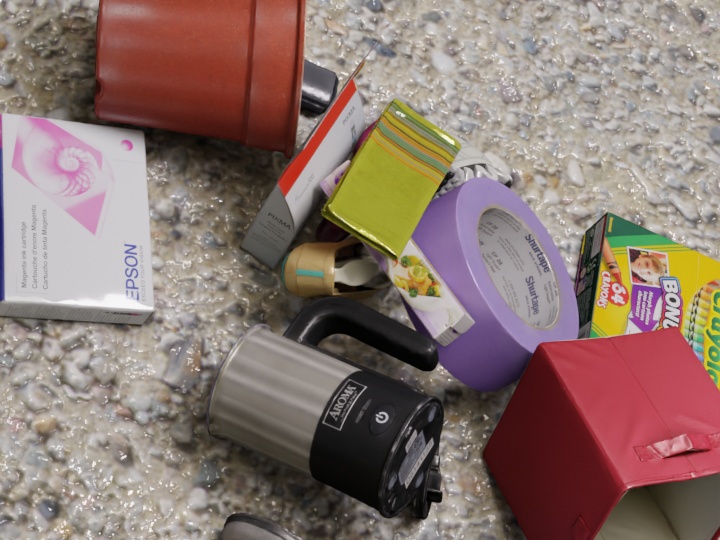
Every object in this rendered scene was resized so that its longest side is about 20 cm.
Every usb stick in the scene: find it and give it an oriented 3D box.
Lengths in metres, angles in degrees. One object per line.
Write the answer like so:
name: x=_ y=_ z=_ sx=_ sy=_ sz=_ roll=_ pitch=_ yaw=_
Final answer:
usb stick: x=-0.116 y=-0.219 z=1.849 sx=0.200 sy=0.033 sz=0.056 roll=22 pitch=59 yaw=-14

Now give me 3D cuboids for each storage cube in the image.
storage cube: x=0.247 y=0.183 z=1.714 sx=0.171 sy=0.200 sz=0.180 roll=-6 pitch=49 yaw=-27

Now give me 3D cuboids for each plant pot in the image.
plant pot: x=-0.157 y=-0.214 z=1.728 sx=0.195 sy=0.201 sz=0.201 roll=3 pitch=63 yaw=-6

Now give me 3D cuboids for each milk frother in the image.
milk frother: x=-0.017 y=0.150 z=1.665 sx=0.188 sy=0.200 sz=0.181 roll=23 pitch=46 yaw=22

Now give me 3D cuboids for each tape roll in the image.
tape roll: x=0.126 y=0.013 z=1.770 sx=0.200 sy=0.085 sz=0.200 roll=37 pitch=38 yaw=-36

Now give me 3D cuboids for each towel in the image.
towel: x=0.033 y=-0.090 z=1.702 sx=0.086 sy=0.018 sz=0.200 roll=31 pitch=41 yaw=-1

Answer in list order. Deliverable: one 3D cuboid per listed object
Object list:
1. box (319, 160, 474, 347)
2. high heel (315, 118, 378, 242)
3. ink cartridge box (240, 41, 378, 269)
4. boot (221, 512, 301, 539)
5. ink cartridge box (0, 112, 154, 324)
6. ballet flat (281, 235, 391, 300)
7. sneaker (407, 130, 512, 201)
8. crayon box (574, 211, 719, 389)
box: x=0.034 y=-0.017 z=1.683 sx=0.039 sy=0.041 sz=0.200 roll=-38 pitch=66 yaw=5
high heel: x=0.020 y=-0.112 z=1.823 sx=0.067 sy=0.096 sz=0.200 roll=40 pitch=56 yaw=-2
ink cartridge box: x=-0.036 y=-0.110 z=1.732 sx=0.047 sy=0.200 sz=0.160 roll=34 pitch=56 yaw=-3
boot: x=-0.071 y=0.320 z=1.586 sx=0.200 sy=0.070 sz=0.132 roll=39 pitch=60 yaw=2
ink cartridge box: x=-0.297 y=-0.051 z=1.674 sx=0.199 sy=0.043 sz=0.197 roll=5 pitch=64 yaw=-25
ballet flat: x=0.000 y=0.000 z=1.737 sx=0.200 sy=0.063 sz=0.069 roll=-14 pitch=106 yaw=-57
sneaker: x=0.076 y=-0.106 z=1.839 sx=0.200 sy=0.075 sz=0.081 roll=4 pitch=50 yaw=-57
crayon box: x=0.313 y=0.061 z=1.901 sx=0.172 sy=0.058 sz=0.200 roll=22 pitch=58 yaw=-15
